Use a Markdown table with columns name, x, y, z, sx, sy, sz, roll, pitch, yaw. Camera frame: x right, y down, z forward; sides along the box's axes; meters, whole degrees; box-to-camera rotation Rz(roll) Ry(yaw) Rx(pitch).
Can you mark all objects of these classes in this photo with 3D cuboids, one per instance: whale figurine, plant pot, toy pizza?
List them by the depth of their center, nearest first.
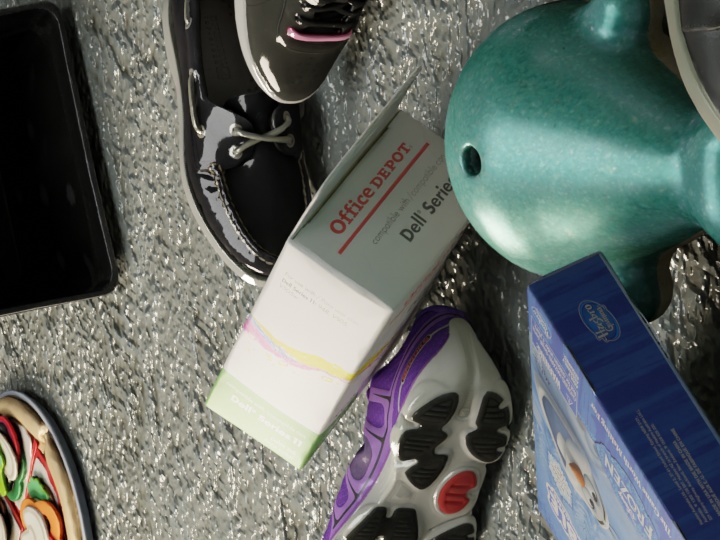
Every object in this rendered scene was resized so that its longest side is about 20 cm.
| name | x | y | z | sx | sy | sz | roll | pitch | yaw |
| --- | --- | --- | --- | --- | --- | --- | --- | --- | --- |
| whale figurine | 0.111 | -0.051 | 1.337 | 0.200 | 0.103 | 0.160 | 22 | 118 | 58 |
| plant pot | -0.291 | -0.053 | 2.031 | 0.177 | 0.199 | 0.201 | 152 | 106 | -75 |
| toy pizza | -0.245 | 0.188 | 2.175 | 0.200 | 0.032 | 0.202 | 30 | 125 | 56 |

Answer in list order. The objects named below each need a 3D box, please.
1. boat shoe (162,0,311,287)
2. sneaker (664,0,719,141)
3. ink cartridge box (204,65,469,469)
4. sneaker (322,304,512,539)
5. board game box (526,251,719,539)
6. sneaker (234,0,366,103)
| name | x | y | z | sx | sy | sz | roll | pitch | yaw |
| --- | --- | --- | --- | --- | --- | --- | --- | --- | --- |
| boat shoe | -0.064 | -0.091 | 1.699 | 0.060 | 0.073 | 0.201 | 128 | 135 | -61 |
| sneaker | 0.174 | -0.130 | 1.219 | 0.201 | 0.074 | 0.106 | 70 | 153 | 21 |
| ink cartridge box | 0.000 | 0.000 | 1.540 | 0.067 | 0.117 | 0.200 | 35 | 142 | 5 |
| sneaker | 0.028 | 0.100 | 1.603 | 0.084 | 0.080 | 0.201 | -104 | 30 | -44 |
| board game box | 0.138 | 0.127 | 1.343 | 0.200 | 0.043 | 0.201 | 81 | 163 | -55 |
| sneaker | -0.010 | -0.154 | 1.567 | 0.099 | 0.070 | 0.201 | 58 | 142 | 44 |
